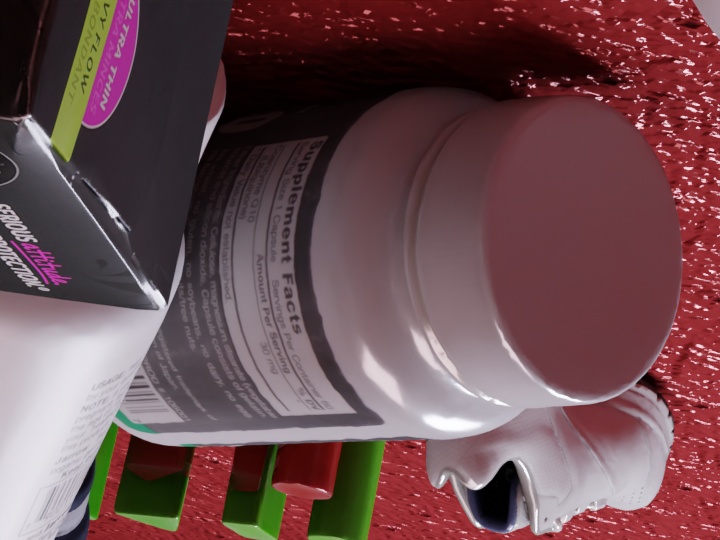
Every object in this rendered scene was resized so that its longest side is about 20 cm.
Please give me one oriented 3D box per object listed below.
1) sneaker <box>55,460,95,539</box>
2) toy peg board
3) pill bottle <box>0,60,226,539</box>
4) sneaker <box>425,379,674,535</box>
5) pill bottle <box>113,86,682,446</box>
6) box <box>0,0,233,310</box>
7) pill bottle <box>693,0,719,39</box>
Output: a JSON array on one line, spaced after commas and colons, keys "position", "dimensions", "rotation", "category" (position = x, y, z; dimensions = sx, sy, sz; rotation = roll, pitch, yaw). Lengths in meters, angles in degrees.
[{"position": [-0.159, 0.100, 1.206], "dimensions": [0.070, 0.109, 0.200], "rotation": [-1, -166, -23], "category": "sneaker"}, {"position": [-0.082, 0.044, 1.199], "dimensions": [0.199, 0.098, 0.199], "rotation": [4, 163, 24], "category": "toy peg board"}, {"position": [-0.119, 0.003, 0.913], "dimensions": [0.114, 0.115, 0.200], "rotation": [16, 128, -17], "category": "pill bottle"}, {"position": [0.070, 0.073, 1.216], "dimensions": [0.074, 0.087, 0.200], "rotation": [-1, 162, 31], "category": "sneaker"}, {"position": [0.000, 0.000, 0.957], "dimensions": [0.200, 0.114, 0.113], "rotation": [-5, 158, 45], "category": "pill bottle"}, {"position": [-0.136, -0.089, 0.673], "dimensions": [0.199, 0.149, 0.124], "rotation": [8, 163, 12], "category": "box"}, {"position": [0.106, -0.104, 0.515], "dimensions": [0.114, 0.115, 0.200], "rotation": [9, 164, 6], "category": "pill bottle"}]
